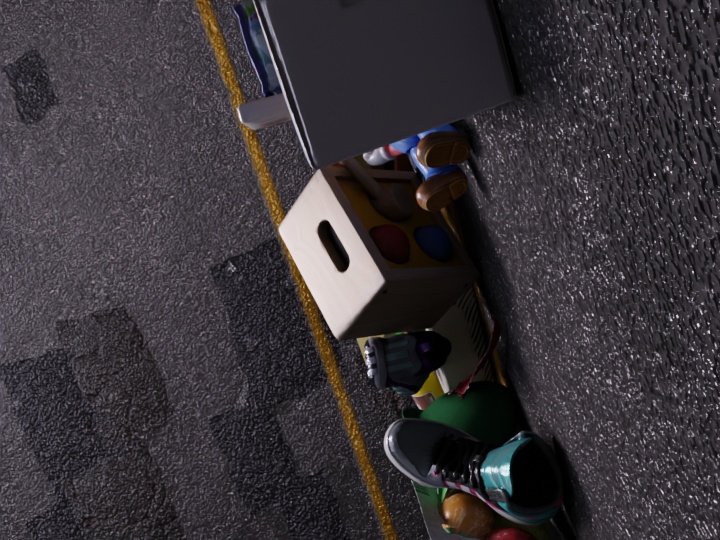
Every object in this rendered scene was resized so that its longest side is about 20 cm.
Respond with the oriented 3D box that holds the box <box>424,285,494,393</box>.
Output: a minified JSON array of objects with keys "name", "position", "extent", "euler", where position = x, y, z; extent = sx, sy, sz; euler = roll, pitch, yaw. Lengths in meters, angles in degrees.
[{"name":"box","position":[0.119,0.076,1.080],"extent":[0.083,0.067,0.202],"euler":[-112,3,-58]}]

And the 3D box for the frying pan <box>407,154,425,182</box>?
[{"name":"frying pan","position":[0.066,-0.154,1.009],"extent":[0.190,0.030,0.117],"euler":[100,151,-81]}]

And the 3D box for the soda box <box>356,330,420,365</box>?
[{"name":"soda box","position":[0.036,0.083,1.183],"extent":[0.067,0.065,0.200],"euler":[28,-168,-16]}]

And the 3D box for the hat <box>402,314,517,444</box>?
[{"name":"hat","position":[0.157,0.137,0.997],"extent":[0.200,0.163,0.179],"euler":[-133,65,-74]}]

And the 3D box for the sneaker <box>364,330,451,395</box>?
[{"name":"sneaker","position":[0.075,0.106,0.977],"extent":[0.200,0.086,0.076],"euler":[9,-111,-70]}]

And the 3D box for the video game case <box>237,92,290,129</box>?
[{"name":"video game case","position":[-0.042,-0.204,0.985],"extent":[0.182,0.196,0.024],"euler":[-117,12,-82]}]

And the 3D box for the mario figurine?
[{"name":"mario figurine","position":[0.026,-0.143,0.811],"extent":[0.124,0.105,0.201],"euler":[-57,41,27]}]

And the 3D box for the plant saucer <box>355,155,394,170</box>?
[{"name":"plant saucer","position":[0.027,-0.148,1.184],"extent":[0.199,0.030,0.204],"euler":[-1,-90,-70]}]

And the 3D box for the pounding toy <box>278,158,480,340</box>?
[{"name":"pounding toy","position":[0.011,-0.051,0.920],"extent":[0.143,0.182,0.202],"euler":[-50,59,35]}]

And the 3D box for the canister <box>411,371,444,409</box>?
[{"name":"canister","position":[0.120,0.182,1.250],"extent":[0.202,0.086,0.149],"euler":[58,-176,-19]}]

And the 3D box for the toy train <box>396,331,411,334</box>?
[{"name":"toy train","position":[0.000,0.000,1.030],"extent":[0.200,0.042,0.056],"euler":[43,142,-1]}]

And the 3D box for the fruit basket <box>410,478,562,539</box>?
[{"name":"fruit basket","position":[0.153,0.305,0.929],"extent":[0.201,0.182,0.095],"euler":[-107,34,-65]}]

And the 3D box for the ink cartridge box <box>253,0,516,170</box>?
[{"name":"ink cartridge box","position":[0.006,-0.168,0.611],"extent":[0.200,0.144,0.148],"euler":[-113,4,-81]}]

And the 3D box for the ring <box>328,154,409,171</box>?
[{"name":"ring","position":[0.018,-0.120,1.093],"extent":[0.200,0.019,0.204],"euler":[-29,-55,-52]}]

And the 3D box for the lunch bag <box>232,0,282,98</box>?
[{"name":"lunch bag","position":[-0.054,-0.285,1.011],"extent":[0.200,0.167,0.130],"euler":[-102,-7,-85]}]

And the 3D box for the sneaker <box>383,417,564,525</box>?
[{"name":"sneaker","position":[0.123,0.198,0.850],"extent":[0.121,0.197,0.085],"euler":[113,180,-65]}]
